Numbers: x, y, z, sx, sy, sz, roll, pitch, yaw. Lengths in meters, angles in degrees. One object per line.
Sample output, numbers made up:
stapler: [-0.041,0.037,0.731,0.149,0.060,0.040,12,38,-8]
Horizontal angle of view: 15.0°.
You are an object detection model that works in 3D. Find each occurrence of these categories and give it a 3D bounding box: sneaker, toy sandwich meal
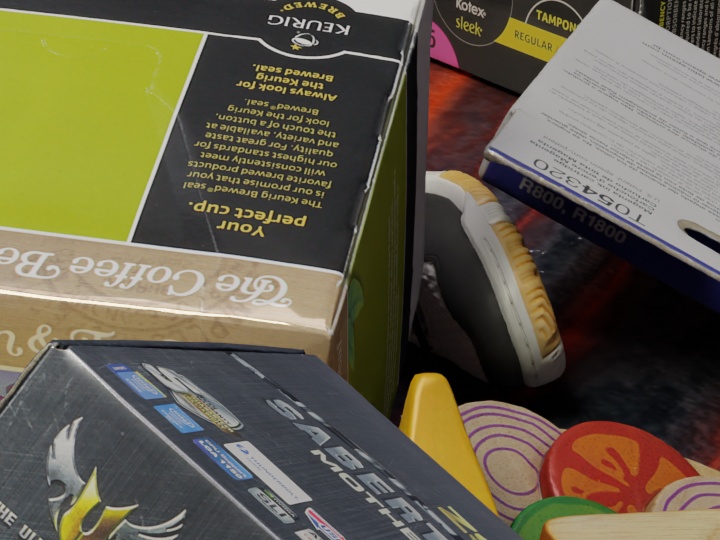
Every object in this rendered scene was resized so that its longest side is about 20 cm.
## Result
sneaker: [0.000,0.000,0.997,0.087,0.076,0.200,-27,33,-16]
toy sandwich meal: [0.086,0.089,0.739,0.204,0.070,0.205,13,30,-8]

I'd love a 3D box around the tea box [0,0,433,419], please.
tea box: [-0.088,-0.006,0.838,0.199,0.134,0.197,7,39,8]

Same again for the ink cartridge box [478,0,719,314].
ink cartridge box: [0.144,-0.013,0.990,0.196,0.043,0.200,30,28,5]

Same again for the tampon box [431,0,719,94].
tampon box: [0.143,-0.160,1.294,0.199,0.127,0.150,-18,31,-39]

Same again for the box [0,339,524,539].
box: [0.021,0.094,0.583,0.200,0.051,0.158,41,9,16]
